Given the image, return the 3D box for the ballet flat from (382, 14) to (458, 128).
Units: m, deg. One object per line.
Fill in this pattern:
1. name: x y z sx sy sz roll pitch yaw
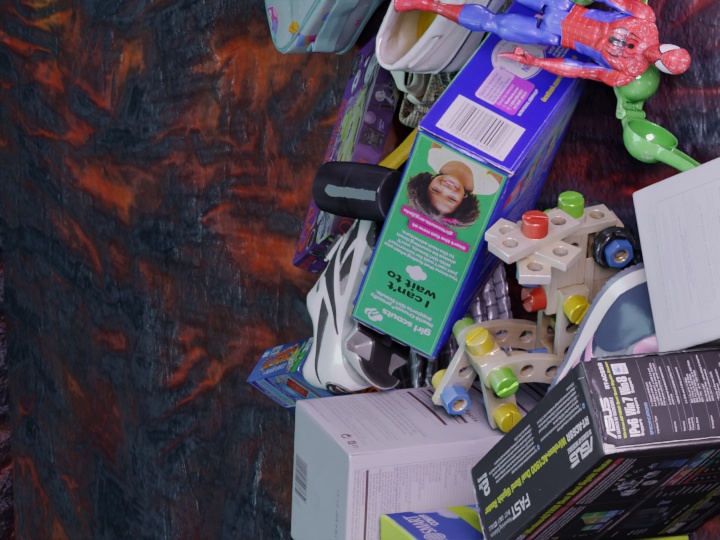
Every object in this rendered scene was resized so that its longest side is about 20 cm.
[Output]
1. ballet flat: 0.054 -0.204 1.721 0.068 0.075 0.200 -140 49 -63

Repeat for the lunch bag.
1. lunch bag: -0.027 -0.280 1.917 0.200 0.077 0.160 128 132 -61

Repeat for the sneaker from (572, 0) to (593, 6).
1. sneaker: 0.118 -0.264 1.561 0.200 0.077 0.084 52 137 39

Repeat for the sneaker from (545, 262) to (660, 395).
1. sneaker: 0.175 0.087 1.479 0.200 0.070 0.082 103 149 -48

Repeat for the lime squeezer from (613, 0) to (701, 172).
1. lime squeezer: 0.190 -0.117 1.437 0.071 0.038 0.200 123 138 -58

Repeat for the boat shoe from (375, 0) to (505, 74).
1. boat shoe: 0.053 -0.210 1.525 0.075 0.086 0.202 64 148 26

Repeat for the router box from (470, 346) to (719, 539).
1. router box: 0.173 0.113 1.374 0.200 0.150 0.062 125 136 -59

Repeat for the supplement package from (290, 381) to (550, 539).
1. supplement package: 0.062 0.153 1.602 0.110 0.200 0.114 -140 50 -61

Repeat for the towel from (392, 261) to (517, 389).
1. towel: 0.049 0.026 1.774 0.166 0.086 0.200 143 120 -67

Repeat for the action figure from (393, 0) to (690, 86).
1. action figure: 0.119 -0.163 1.435 0.052 0.200 0.065 -2 -69 -71

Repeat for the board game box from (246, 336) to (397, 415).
1. board game box: 0.016 0.125 1.753 0.034 0.200 0.135 -59 14 -17

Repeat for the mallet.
1. mallet: 0.035 -0.099 1.649 0.066 0.200 0.041 4 125 30

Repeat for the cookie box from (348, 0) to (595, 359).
1. cookie box: 0.081 -0.063 1.555 0.171 0.075 0.200 -53 -12 -42

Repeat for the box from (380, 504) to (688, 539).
1. box: 0.105 0.193 1.498 0.122 0.200 0.048 -153 61 -66

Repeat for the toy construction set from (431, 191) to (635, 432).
1. toy construction set: 0.120 0.018 1.510 0.200 0.131 0.092 98 154 -50

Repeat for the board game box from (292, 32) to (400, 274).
1. board game box: -0.004 -0.104 1.845 0.120 0.032 0.200 132 155 -71

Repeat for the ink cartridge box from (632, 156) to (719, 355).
1. ink cartridge box: 0.242 -0.019 1.279 0.200 0.059 0.104 -24 72 61

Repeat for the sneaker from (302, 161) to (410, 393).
1. sneaker: 0.000 0.000 1.659 0.088 0.074 0.200 -13 49 43
